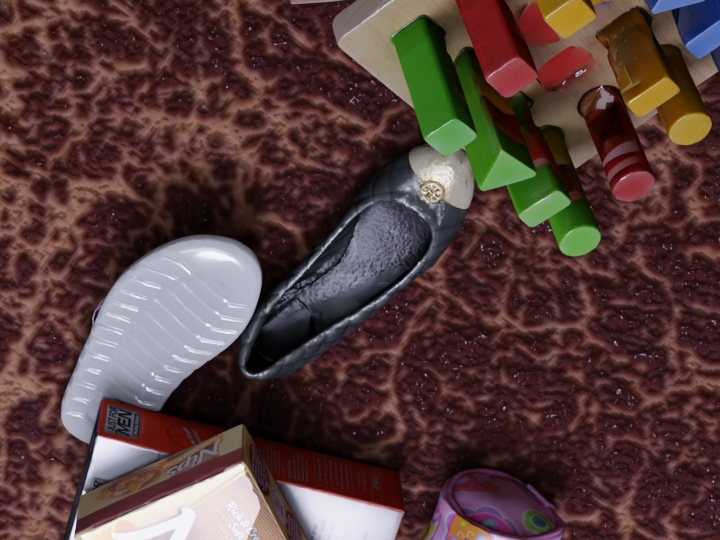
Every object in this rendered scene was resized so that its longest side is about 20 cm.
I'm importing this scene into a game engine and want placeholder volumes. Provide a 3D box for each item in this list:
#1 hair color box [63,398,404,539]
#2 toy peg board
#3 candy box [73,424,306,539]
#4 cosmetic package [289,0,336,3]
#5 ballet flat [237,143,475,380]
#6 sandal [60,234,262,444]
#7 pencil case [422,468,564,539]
[{"bbox_3d":[-0.082,0.159,1.468,0.199,0.061,0.102,15,110,-9],"label":"hair color box"},{"bbox_3d":[0.127,-0.112,1.274,0.199,0.098,0.200,-34,139,20],"label":"toy peg board"},{"bbox_3d":[-0.079,0.207,1.424,0.115,0.055,0.201,-24,111,7],"label":"candy box"},{"bbox_3d":[-0.004,-0.259,1.291,0.087,0.103,0.201,-2,109,13],"label":"cosmetic package"},{"bbox_3d":[0.000,0.000,1.415,0.066,0.057,0.200,40,112,-8],"label":"ballet flat"},{"bbox_3d":[-0.132,0.035,1.456,0.082,0.050,0.203,29,128,-18],"label":"sandal"},{"bbox_3d":[0.066,0.228,1.482,0.087,0.088,0.201,17,114,3],"label":"pencil case"}]
